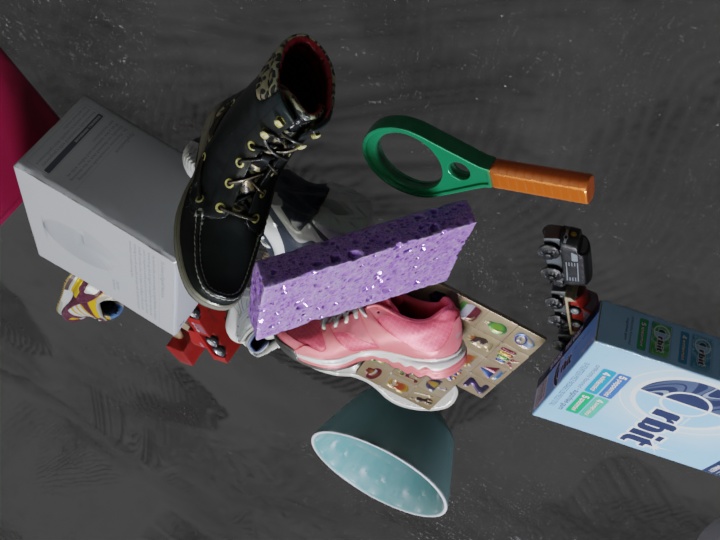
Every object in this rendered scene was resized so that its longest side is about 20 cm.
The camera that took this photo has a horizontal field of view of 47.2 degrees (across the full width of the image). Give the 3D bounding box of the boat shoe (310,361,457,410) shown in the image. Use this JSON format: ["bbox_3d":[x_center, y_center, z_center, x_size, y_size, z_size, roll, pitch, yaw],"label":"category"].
[{"bbox_3d":[0.022,0.107,0.982,0.199,0.060,0.074,18,119,-1],"label":"boat shoe"}]

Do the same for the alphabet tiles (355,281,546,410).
[{"bbox_3d":[0.076,0.085,0.886,0.167,0.008,0.200,27,139,-7],"label":"alphabet tiles"}]

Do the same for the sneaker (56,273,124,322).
[{"bbox_3d":[-0.428,0.054,1.322,0.090,0.075,0.200,39,152,-2],"label":"sneaker"}]

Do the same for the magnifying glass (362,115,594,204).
[{"bbox_3d":[0.090,-0.084,0.671,0.199,0.022,0.080,16,147,30],"label":"magnifying glass"}]

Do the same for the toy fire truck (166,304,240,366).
[{"bbox_3d":[-0.248,0.076,1.208,0.141,0.049,0.200,14,146,30],"label":"toy fire truck"}]

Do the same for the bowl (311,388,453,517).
[{"bbox_3d":[0.046,0.231,1.103,0.200,0.105,0.201,24,150,15],"label":"bowl"}]

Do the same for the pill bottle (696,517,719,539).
[{"bbox_3d":[0.448,0.365,0.913,0.112,0.112,0.200,2,140,42],"label":"pill bottle"}]

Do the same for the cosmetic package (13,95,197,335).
[{"bbox_3d":[-0.261,-0.056,0.943,0.200,0.123,0.200,32,151,3],"label":"cosmetic package"}]

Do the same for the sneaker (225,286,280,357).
[{"bbox_3d":[-0.132,0.068,1.044,0.074,0.087,0.200,38,152,-15],"label":"sneaker"}]

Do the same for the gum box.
[{"bbox_3d":[0.275,0.112,0.728,0.199,0.045,0.170,18,149,2],"label":"gum box"}]

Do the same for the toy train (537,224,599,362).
[{"bbox_3d":[0.191,0.032,0.735,0.046,0.034,0.200,5,142,23],"label":"toy train"}]

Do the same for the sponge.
[{"bbox_3d":[0.000,0.000,0.726,0.112,0.199,0.030,111,139,-60],"label":"sponge"}]

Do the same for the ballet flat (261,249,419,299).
[{"bbox_3d":[-0.022,0.012,0.890,0.199,0.046,0.068,16,146,21],"label":"ballet flat"}]

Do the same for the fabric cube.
[{"bbox_3d":[-0.493,-0.156,0.940,0.199,0.197,0.200,4,140,40],"label":"fabric cube"}]

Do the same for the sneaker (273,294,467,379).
[{"bbox_3d":[0.009,0.049,0.832,0.199,0.074,0.087,4,126,9],"label":"sneaker"}]

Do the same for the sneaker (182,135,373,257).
[{"bbox_3d":[-0.089,-0.050,0.829,0.198,0.080,0.130,20,142,2],"label":"sneaker"}]

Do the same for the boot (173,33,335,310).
[{"bbox_3d":[-0.088,-0.081,0.676,0.073,0.205,0.154,18,154,-28],"label":"boot"}]
